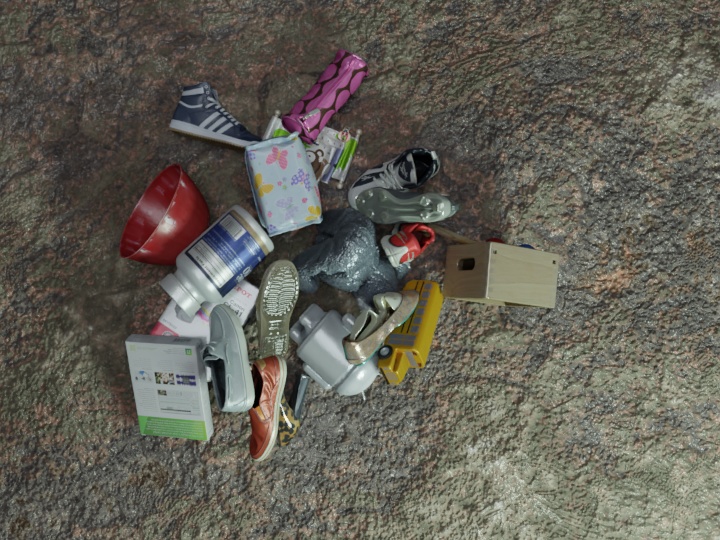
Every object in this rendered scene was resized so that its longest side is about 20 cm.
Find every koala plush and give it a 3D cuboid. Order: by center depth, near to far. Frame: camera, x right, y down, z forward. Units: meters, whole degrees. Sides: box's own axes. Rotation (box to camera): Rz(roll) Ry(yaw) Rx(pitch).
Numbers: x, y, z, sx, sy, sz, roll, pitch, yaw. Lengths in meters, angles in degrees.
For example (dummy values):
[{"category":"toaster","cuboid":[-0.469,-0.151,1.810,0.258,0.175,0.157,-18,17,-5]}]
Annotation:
[{"category":"koala plush","cuboid":[0.000,0.000,1.519,0.200,0.182,0.179,44,62,-25]}]

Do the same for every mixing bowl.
[{"category":"mixing bowl","cuboid":[-0.354,-0.087,1.506,0.108,0.199,0.202,33,85,-31]}]

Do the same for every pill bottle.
[{"category":"pill bottle","cuboid":[-0.261,-0.014,1.444,0.200,0.111,0.111,-43,89,-12]}]

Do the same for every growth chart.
[{"category":"growth chart","cuboid":[-0.108,-0.236,1.595,0.196,0.018,0.147,15,87,-1]}]

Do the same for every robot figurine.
[{"category":"robot figurine","cuboid":[-0.043,0.156,1.524,0.200,0.113,0.170,43,123,1]}]

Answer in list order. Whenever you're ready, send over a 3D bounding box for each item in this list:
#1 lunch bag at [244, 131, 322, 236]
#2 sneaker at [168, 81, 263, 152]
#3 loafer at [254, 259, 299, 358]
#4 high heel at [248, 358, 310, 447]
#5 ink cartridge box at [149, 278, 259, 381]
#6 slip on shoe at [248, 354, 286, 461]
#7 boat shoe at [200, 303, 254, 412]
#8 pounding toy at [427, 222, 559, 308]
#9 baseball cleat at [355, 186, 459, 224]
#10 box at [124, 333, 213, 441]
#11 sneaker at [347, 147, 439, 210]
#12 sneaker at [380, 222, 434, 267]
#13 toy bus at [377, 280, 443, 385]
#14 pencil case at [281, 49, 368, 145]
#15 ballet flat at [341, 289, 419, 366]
[{"category":"lunch bag","cuboid":[-0.143,-0.162,1.486,0.125,0.200,0.173,-15,101,1]},{"category":"sneaker","cuboid":[-0.269,-0.300,1.563,0.196,0.070,0.111,15,87,4]},{"category":"loafer","cuboid":[-0.164,0.068,1.489,0.074,0.068,0.203,1,114,-26]},{"category":"high heel","cuboid":[-0.194,0.247,1.510,0.197,0.071,0.145,20,80,-27]},{"category":"ink cartridge box","cuboid":[-0.294,0.089,1.533,0.146,0.086,0.202,32,87,0]},{"category":"slip on shoe","cuboid":[-0.182,0.250,1.452,0.060,0.074,0.204,2,107,-32]},{"category":"boat shoe","cuboid":[-0.246,0.154,1.427,0.071,0.070,0.204,0,64,-41]},{"category":"pounding toy","cuboid":[0.242,-0.012,1.518,0.181,0.199,0.145,8,86,-24]},{"category":"baseball cleat","cuboid":[0.090,-0.116,1.499,0.197,0.106,0.071,11,98,34]},{"category":"box","cuboid":[-0.355,0.218,1.491,0.141,0.036,0.204,3,111,13]},{"category":"sneaker","cuboid":[0.067,-0.181,1.542,0.196,0.130,0.081,-19,87,-3]},{"category":"sneaker","cuboid":[0.104,-0.057,1.505,0.084,0.200,0.078,-23,99,21]},{"category":"toy bus","cuboid":[0.095,0.116,1.510,0.077,0.066,0.202,2,52,24]},{"category":"pencil case","cuboid":[-0.064,-0.340,1.552,0.090,0.094,0.201,35,77,5]},{"category":"ballet flat","cuboid":[0.037,0.085,1.452,0.200,0.067,0.068,-49,122,-30]}]
